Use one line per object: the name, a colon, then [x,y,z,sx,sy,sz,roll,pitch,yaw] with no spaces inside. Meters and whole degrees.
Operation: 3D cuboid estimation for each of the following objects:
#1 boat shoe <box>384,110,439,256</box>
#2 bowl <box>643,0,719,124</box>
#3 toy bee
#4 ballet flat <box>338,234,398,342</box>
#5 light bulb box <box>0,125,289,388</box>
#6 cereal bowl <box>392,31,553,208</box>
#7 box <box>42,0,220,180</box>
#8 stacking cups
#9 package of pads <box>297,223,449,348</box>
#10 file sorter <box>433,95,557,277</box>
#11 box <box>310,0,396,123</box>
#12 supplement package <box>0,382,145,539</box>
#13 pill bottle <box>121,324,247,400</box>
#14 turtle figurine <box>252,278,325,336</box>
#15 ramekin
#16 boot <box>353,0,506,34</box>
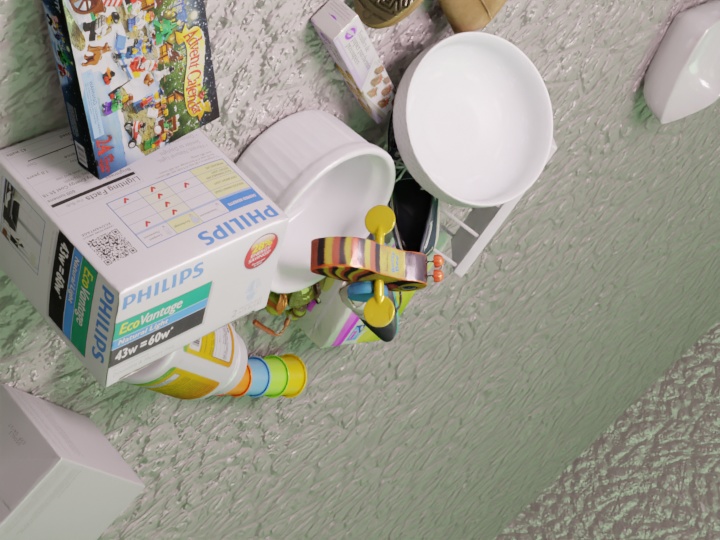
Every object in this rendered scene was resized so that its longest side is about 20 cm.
boat shoe: [0.061,-0.111,1.644,0.062,0.074,0.203,-46,140,-75]
bowl: [0.526,-0.340,2.147,0.198,0.075,0.202,-24,148,-41]
toy bee: [0.035,-0.009,1.563,0.107,0.133,0.199,-9,-176,31]
ballet flat: [0.000,0.000,1.676,0.073,0.072,0.203,-25,117,-39]
light bulb box: [-0.207,-0.034,1.261,0.197,0.200,0.126,-26,148,-37]
cereal bowl: [0.120,-0.169,1.586,0.199,0.202,0.083,-35,-168,-24]
box: [-0.194,-0.195,1.177,0.136,0.038,0.202,-32,137,-29]
stacking cups: [-0.145,0.140,1.789,0.061,0.060,0.199,-54,155,17]
package of pads: [0.021,0.009,1.856,0.154,0.068,0.201,-4,132,-56]
file sorter: [0.135,-0.124,1.733,0.201,0.124,0.139,-55,-172,16]
box: [-0.003,-0.226,1.498,0.039,0.041,0.200,-45,157,-4]
supplement package: [-0.350,0.225,1.510,0.120,0.121,0.200,-47,155,0]
pill bottle: [-0.205,0.085,1.549,0.111,0.111,0.200,-48,156,4]
turtle figurine: [-0.066,0.003,1.707,0.161,0.064,0.201,-41,151,-18]
ramekin: [-0.064,-0.083,1.545,0.200,0.098,0.202,-36,154,-21]
boot: [0.088,-0.302,1.504,0.175,0.066,0.200,-48,157,3]
